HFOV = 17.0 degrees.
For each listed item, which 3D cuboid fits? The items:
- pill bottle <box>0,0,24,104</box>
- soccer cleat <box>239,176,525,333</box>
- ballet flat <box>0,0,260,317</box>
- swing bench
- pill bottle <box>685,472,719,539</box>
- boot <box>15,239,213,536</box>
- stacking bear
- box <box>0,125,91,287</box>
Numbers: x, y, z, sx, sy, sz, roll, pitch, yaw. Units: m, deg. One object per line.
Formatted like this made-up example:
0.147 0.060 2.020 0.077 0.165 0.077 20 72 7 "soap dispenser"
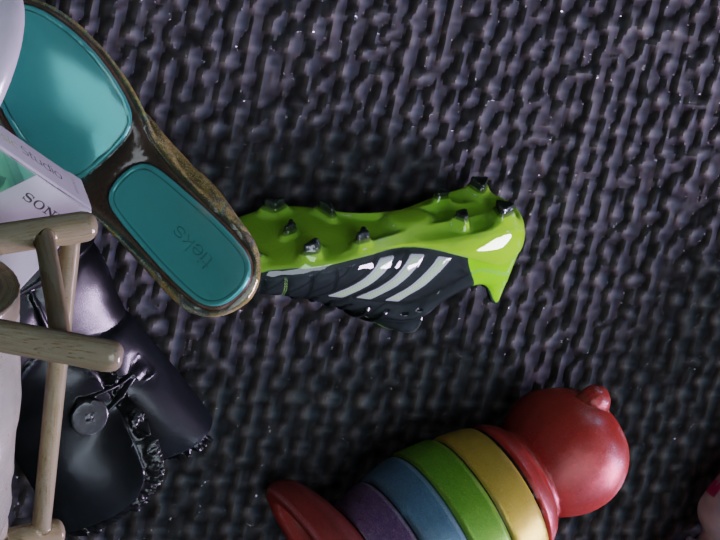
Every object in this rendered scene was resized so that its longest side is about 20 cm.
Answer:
-0.269 -0.128 1.143 0.200 0.111 0.111 23 99 -30 "pill bottle"
0.000 0.000 1.345 0.200 0.068 0.081 -7 125 -22 "soccer cleat"
-0.127 -0.057 1.255 0.071 0.071 0.200 -42 95 -4 "ballet flat"
-0.222 0.085 1.109 0.200 0.130 0.199 1 121 -14 "swing bench"
0.282 0.143 1.498 0.113 0.113 0.200 37 91 -31 "pill bottle"
-0.190 0.080 1.279 0.200 0.076 0.168 -35 116 -15 "boot"
0.067 0.138 1.406 0.200 0.114 0.122 -30 119 -16 "stacking bear"
-0.245 -0.002 1.142 0.144 0.036 0.200 36 103 -34 "box"
